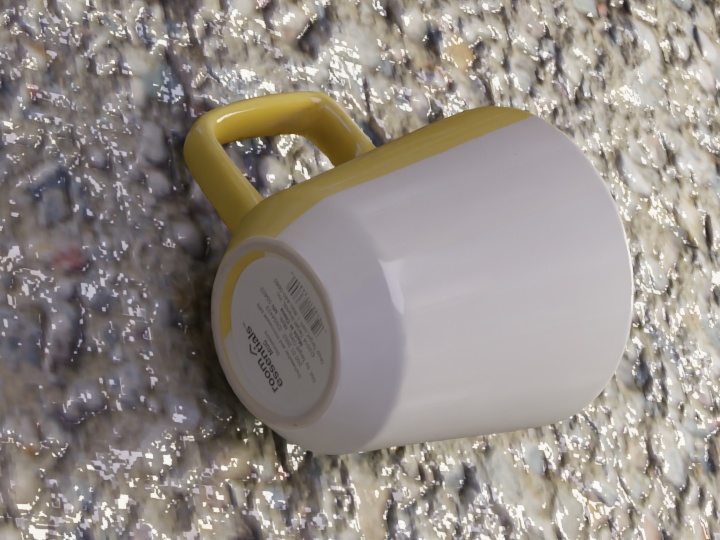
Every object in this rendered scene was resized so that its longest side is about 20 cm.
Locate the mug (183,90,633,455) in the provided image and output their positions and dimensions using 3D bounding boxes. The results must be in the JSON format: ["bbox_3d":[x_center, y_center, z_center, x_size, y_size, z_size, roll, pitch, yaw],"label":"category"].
[{"bbox_3d":[0.004,0.009,1.060,0.152,0.186,0.151,-15,112,-43],"label":"mug"}]
